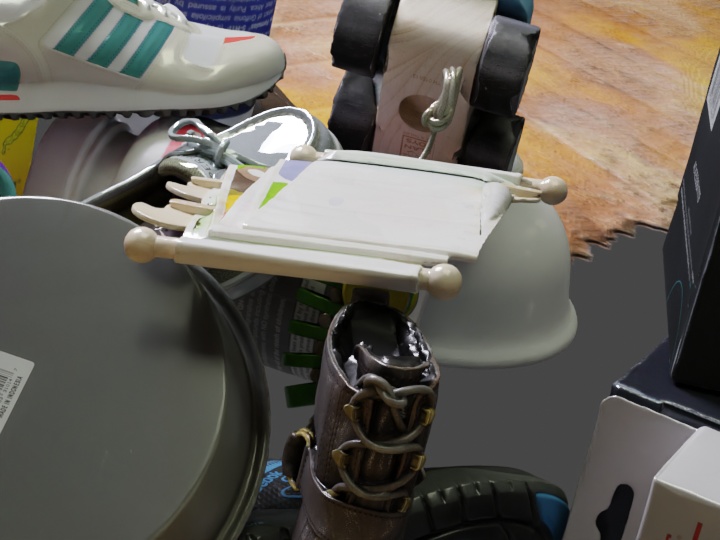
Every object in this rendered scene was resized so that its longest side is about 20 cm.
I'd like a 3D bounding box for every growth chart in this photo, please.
[{"bbox_3d":[-0.004,-0.025,0.837,0.144,0.018,0.200,9,16,15],"label":"growth chart"}]

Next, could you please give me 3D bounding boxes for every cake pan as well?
[{"bbox_3d":[-0.134,0.054,0.792,0.199,0.037,0.201,-1,60,2],"label":"cake pan"}]

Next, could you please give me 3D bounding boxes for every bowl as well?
[{"bbox_3d":[0.036,-0.030,1.169,0.200,0.091,0.201,12,22,-5],"label":"bowl"}]

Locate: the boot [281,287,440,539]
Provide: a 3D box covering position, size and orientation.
[{"bbox_3d":[-0.009,0.110,0.701,0.069,0.175,0.200,9,22,-10],"label":"boot"}]

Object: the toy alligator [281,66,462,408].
[{"bbox_3d":[0.000,0.000,0.950,0.054,0.201,0.059,12,1,6],"label":"toy alligator"}]

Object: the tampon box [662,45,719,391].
[{"bbox_3d":[0.244,-0.015,0.898,0.199,0.127,0.150,13,23,1],"label":"tampon box"}]

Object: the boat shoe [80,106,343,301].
[{"bbox_3d":[-0.091,-0.019,0.925,0.201,0.065,0.074,-32,45,-22],"label":"boat shoe"}]

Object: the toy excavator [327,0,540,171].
[{"bbox_3d":[0.053,-0.124,1.130,0.099,0.195,0.201,16,51,6],"label":"toy excavator"}]

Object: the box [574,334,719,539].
[{"bbox_3d":[0.218,0.104,0.921,0.196,0.118,0.200,21,23,20],"label":"box"}]

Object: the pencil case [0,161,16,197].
[{"bbox_3d":[-0.225,-0.037,0.968,0.088,0.089,0.200,18,-3,11],"label":"pencil case"}]

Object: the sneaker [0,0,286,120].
[{"bbox_3d":[-0.128,-0.126,1.029,0.199,0.094,0.070,-4,13,-23],"label":"sneaker"}]

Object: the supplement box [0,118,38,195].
[{"bbox_3d":[-0.281,-0.109,1.150,0.199,0.110,0.108,29,27,35],"label":"supplement box"}]

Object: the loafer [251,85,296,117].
[{"bbox_3d":[-0.099,-0.115,1.335,0.071,0.073,0.200,10,25,-37],"label":"loafer"}]

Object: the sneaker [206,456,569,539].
[{"bbox_3d":[-0.004,0.102,0.857,0.199,0.074,0.082,0,27,-30],"label":"sneaker"}]

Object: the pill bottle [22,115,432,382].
[{"bbox_3d":[-0.066,-0.015,1.049,0.199,0.111,0.111,18,23,10],"label":"pill bottle"}]

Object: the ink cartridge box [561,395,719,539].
[{"bbox_3d":[0.161,0.141,0.805,0.199,0.117,0.068,22,22,20],"label":"ink cartridge box"}]

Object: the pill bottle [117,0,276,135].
[{"bbox_3d":[-0.112,-0.136,1.187,0.119,0.201,0.120,11,22,-5],"label":"pill bottle"}]
